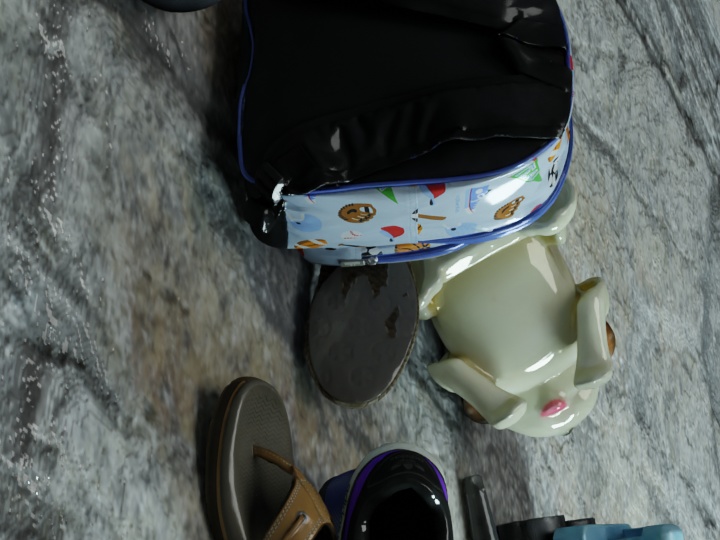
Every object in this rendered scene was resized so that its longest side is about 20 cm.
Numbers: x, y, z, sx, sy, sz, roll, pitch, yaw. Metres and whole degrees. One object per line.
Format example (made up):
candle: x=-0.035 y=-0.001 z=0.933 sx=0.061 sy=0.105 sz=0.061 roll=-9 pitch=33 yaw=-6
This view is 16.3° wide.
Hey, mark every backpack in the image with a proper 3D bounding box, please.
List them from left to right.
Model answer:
backpack: x=0.030 y=-0.092 z=1.445 sx=0.154 sy=0.190 sz=0.200 roll=70 pitch=19 yaw=-63

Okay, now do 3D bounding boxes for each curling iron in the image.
curling iron: x=0.091 y=0.233 z=1.647 sx=0.050 sy=0.026 sz=0.200 roll=24 pitch=58 yaw=-66

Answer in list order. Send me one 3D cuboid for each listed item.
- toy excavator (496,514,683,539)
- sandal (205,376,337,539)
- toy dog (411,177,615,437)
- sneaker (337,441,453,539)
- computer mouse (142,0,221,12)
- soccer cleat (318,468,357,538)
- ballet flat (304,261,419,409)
toy excavator: x=0.190 y=0.203 z=1.667 sx=0.194 sy=0.200 sz=0.100 roll=12 pitch=68 yaw=-66
sandal: x=-0.041 y=0.155 z=1.337 sx=0.082 sy=0.055 sz=0.200 roll=30 pitch=53 yaw=-61
toy dog: x=0.088 y=0.028 z=1.634 sx=0.200 sy=0.140 sz=0.194 roll=60 pitch=-7 yaw=-35
sneaker: x=0.012 y=0.194 z=1.350 sx=0.100 sy=0.070 sz=0.200 roll=175 pitch=-81 yaw=-85
computer mouse: x=-0.096 y=-0.216 z=1.305 sx=0.053 sy=0.138 sz=0.200 roll=41 pitch=-30 yaw=49
soccer cleat: x=0.028 y=0.208 z=1.436 sx=0.065 sy=0.084 sz=0.200 roll=-38 pitch=115 yaw=-65
ballet flat: x=0.000 y=0.000 z=1.512 sx=0.046 sy=0.067 sz=0.200 roll=104 pitch=-11 yaw=-56
